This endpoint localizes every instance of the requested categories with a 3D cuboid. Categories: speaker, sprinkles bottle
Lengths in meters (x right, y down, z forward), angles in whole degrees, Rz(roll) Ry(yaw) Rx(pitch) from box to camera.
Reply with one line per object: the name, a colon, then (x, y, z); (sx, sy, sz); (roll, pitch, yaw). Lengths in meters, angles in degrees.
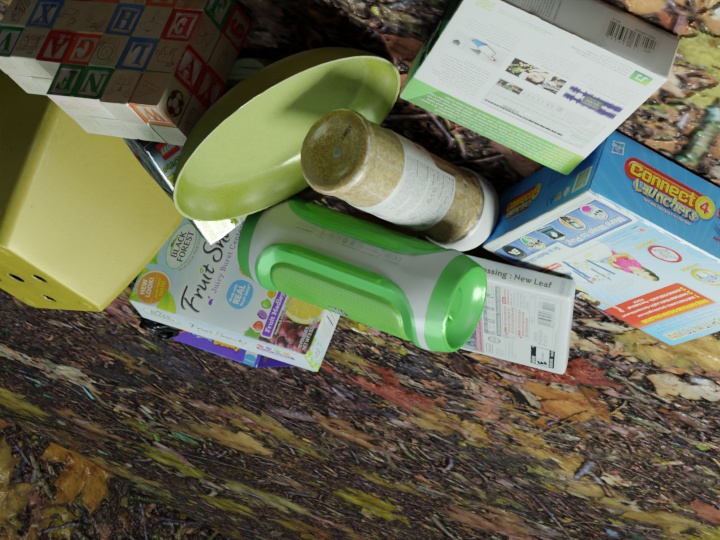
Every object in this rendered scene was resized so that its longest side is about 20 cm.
speaker: (0.000, 0.000, 1.301); (0.199, 0.089, 0.089); (20, 162, 26)
sprinkles bottle: (0.035, -0.069, 1.266); (0.068, 0.069, 0.199); (8, 173, 36)

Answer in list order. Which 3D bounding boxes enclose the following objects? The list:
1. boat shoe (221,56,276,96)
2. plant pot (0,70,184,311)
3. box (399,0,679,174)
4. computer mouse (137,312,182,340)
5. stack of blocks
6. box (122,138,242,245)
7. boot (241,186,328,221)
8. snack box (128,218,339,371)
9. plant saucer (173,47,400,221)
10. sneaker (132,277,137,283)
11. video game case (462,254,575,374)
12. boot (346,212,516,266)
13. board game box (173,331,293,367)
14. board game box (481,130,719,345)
boat shoe: (-0.121, -0.134, 1.346); (0.072, 0.066, 0.200); (31, 161, -31)
plant pot: (-0.300, -0.069, 1.557); (0.199, 0.177, 0.200); (2, 153, 47)
box: (0.118, -0.139, 1.110); (0.143, 0.037, 0.200); (24, 160, -6)
computer mouse: (-0.135, 0.034, 1.686); (0.198, 0.044, 0.110); (-18, 169, -5)
stack of blocks: (-0.197, -0.171, 1.256); (0.199, 0.116, 0.059); (11, 159, 33)
box: (-0.172, -0.107, 1.347); (0.110, 0.035, 0.200); (58, 172, -34)
boot: (-0.070, -0.071, 1.454); (0.199, 0.072, 0.155); (12, 159, 42)
snack box: (-0.112, 0.003, 1.594); (0.199, 0.143, 0.053); (17, 161, 18)
plant saucer: (-0.062, -0.109, 1.221); (0.031, 0.199, 0.200); (57, 171, 18)
sneaker: (-0.190, -0.005, 1.775); (0.199, 0.077, 0.111); (26, 170, -34)
video game case: (0.099, 0.032, 1.423); (0.181, 0.022, 0.200); (14, 160, 11)
boot: (0.064, -0.029, 1.452); (0.198, 0.074, 0.076); (14, 141, 14)
board game box: (-0.150, 0.072, 1.879); (0.133, 0.045, 0.200); (18, -179, 12)
board game box: (0.226, -0.020, 1.278); (0.195, 0.056, 0.200); (27, 161, -13)
